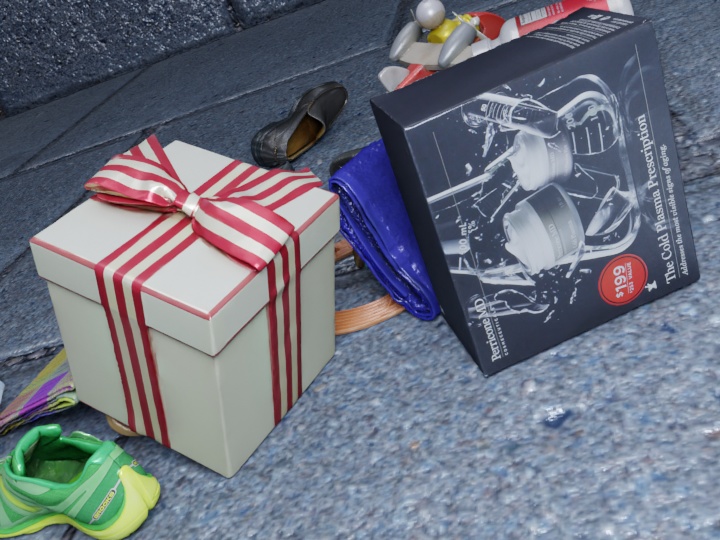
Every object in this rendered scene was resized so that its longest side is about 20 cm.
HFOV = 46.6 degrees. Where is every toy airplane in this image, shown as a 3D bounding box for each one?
[{"bbox_3d":[0.108,-0.332,1.253,0.197,0.143,0.200,-8,28,27],"label":"toy airplane"}]

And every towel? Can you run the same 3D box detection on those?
[{"bbox_3d":[0.061,-0.064,0.758,0.049,0.149,0.200,-24,16,47],"label":"towel"},{"bbox_3d":[-0.261,0.087,0.778,0.199,0.023,0.144,-25,22,44],"label":"towel"}]

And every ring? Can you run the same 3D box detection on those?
[{"bbox_3d":[0.000,0.000,0.821,0.197,0.019,0.201,-18,26,9],"label":"ring"}]

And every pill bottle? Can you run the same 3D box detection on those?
[{"bbox_3d":[0.246,-0.278,1.062,0.197,0.114,0.113,-15,25,16],"label":"pill bottle"}]

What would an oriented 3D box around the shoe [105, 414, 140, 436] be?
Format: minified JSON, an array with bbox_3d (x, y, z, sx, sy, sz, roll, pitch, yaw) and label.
[{"bbox_3d":[-0.157,0.080,0.760,0.200,0.069,0.054,-52,-6,-43],"label":"shoe"}]

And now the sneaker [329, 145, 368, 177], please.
[{"bbox_3d":[0.068,-0.140,1.004,0.197,0.061,0.105,-2,32,27],"label":"sneaker"}]

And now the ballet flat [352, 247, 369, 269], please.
[{"bbox_3d":[0.039,-0.075,0.819,0.200,0.072,0.068,-40,-13,-35],"label":"ballet flat"}]

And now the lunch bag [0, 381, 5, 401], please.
[{"bbox_3d":[-0.419,0.121,0.726,0.127,0.170,0.200,-40,26,-2],"label":"lunch bag"}]

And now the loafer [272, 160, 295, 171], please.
[{"bbox_3d":[-0.156,-0.065,1.019,0.199,0.071,0.068,-33,26,-20],"label":"loafer"}]

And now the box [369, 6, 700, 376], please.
[{"bbox_3d":[0.128,-0.059,0.613,0.180,0.202,0.104,-23,25,-2],"label":"box"}]

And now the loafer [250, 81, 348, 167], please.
[{"bbox_3d":[-0.077,-0.222,1.284,0.072,0.073,0.200,15,53,41],"label":"loafer"}]

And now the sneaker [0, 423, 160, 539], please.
[{"bbox_3d":[-0.238,0.152,0.633,0.197,0.084,0.074,-9,28,28],"label":"sneaker"}]

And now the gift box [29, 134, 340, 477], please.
[{"bbox_3d":[-0.122,0.004,0.649,0.182,0.189,0.201,17,42,18],"label":"gift box"}]
